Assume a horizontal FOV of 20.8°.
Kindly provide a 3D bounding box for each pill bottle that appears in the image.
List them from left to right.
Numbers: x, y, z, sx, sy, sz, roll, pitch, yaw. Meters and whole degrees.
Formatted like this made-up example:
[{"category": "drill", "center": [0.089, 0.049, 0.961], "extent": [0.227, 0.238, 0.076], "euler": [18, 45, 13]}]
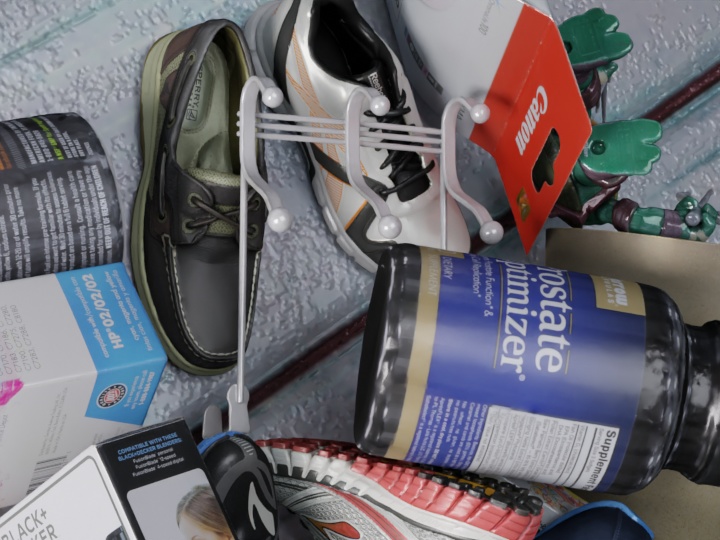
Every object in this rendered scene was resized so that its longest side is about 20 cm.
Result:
[{"category": "pill bottle", "center": [-0.229, -0.016, 1.002], "extent": [0.199, 0.106, 0.107], "euler": [-11, 83, -27]}, {"category": "pill bottle", "center": [0.102, 0.055, 1.018], "extent": [0.199, 0.112, 0.112], "euler": [9, 73, -5]}]

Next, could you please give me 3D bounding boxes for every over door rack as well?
[{"category": "over door rack", "center": [0.000, 0.000, 1.080], "extent": [0.147, 0.067, 0.201], "euler": [3, 96, -30]}]

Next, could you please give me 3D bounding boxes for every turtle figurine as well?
[{"category": "turtle figurine", "center": [0.144, -0.068, 1.154], "extent": [0.100, 0.200, 0.150], "euler": [-34, 72, -1]}]

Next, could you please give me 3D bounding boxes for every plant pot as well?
[{"category": "plant pot", "center": [0.186, 0.087, 1.150], "extent": [0.186, 0.187, 0.201], "euler": [10, 88, -23]}]

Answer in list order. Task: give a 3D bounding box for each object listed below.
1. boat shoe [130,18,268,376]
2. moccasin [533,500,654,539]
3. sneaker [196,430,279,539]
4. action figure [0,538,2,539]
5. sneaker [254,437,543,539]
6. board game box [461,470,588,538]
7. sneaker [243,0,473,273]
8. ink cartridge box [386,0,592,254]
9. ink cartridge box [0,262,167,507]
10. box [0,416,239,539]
[{"category": "boat shoe", "center": [-0.086, -0.044, 1.099], "extent": [0.071, 0.066, 0.202], "euler": [3, 77, -26]}, {"category": "moccasin", "center": [0.071, 0.198, 1.034], "extent": [0.080, 0.068, 0.200], "euler": [37, 107, -18]}, {"category": "sneaker", "center": [-0.051, 0.179, 1.006], "extent": [0.071, 0.082, 0.201], "euler": [-14, 102, -44]}, {"category": "action figure", "center": [-0.175, 0.204, 1.003], "extent": [0.065, 0.052, 0.201], "euler": [-22, 80, -22]}, {"category": "sneaker", "center": [0.000, 0.136, 1.034], "extent": [0.078, 0.199, 0.083], "euler": [10, 92, -49]}, {"category": "board game box", "center": [0.108, 0.197, 1.095], "extent": [0.200, 0.135, 0.034], "euler": [33, 23, -9]}, {"category": "sneaker", "center": [0.005, -0.076, 1.144], "extent": [0.074, 0.080, 0.200], "euler": [-38, 97, -30]}, {"category": "ink cartridge box", "center": [0.065, -0.128, 1.113], "extent": [0.057, 0.163, 0.201], "euler": [-6, 67, -11]}, {"category": "ink cartridge box", "center": [-0.209, 0.069, 0.975], "extent": [0.199, 0.115, 0.068], "euler": [-10, 56, -29]}, {"category": "box", "center": [-0.097, 0.188, 0.960], "extent": [0.060, 0.117, 0.201], "euler": [-13, 74, -44]}]
